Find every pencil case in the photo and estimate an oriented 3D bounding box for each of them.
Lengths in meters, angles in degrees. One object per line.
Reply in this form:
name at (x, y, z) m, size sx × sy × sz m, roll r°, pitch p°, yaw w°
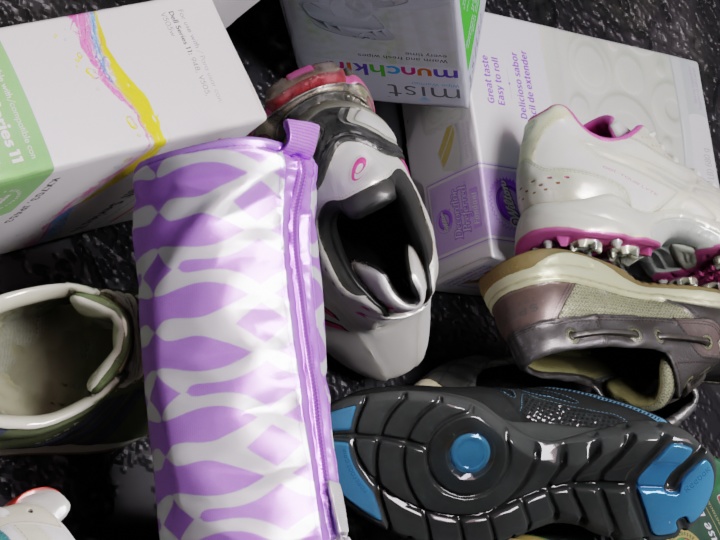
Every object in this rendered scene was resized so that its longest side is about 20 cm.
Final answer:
pencil case at (-0.046, 0.045, 0.836) m, size 0.084 × 0.085 × 0.201 m, roll 2°, pitch 76°, yaw -49°

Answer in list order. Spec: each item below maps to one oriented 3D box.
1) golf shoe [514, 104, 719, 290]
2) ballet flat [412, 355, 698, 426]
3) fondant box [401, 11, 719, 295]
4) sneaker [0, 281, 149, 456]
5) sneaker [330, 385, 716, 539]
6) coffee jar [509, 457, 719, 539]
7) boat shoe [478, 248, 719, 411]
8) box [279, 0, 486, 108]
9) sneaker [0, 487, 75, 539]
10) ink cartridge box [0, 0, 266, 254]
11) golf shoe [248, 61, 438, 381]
golf shoe at (0.162, -0.039, 1.090) m, size 0.200 × 0.075 × 0.092 m, roll 8°, pitch 66°, yaw -40°
ballet flat at (0.098, 0.070, 1.074) m, size 0.200 × 0.057 × 0.067 m, roll -5°, pitch 76°, yaw -42°
fondant box at (0.118, -0.057, 1.145) m, size 0.200 × 0.058 × 0.145 m, roll 6°, pitch 70°, yaw -39°
sneaker at (-0.117, 0.040, 0.872) m, size 0.200 × 0.090 × 0.067 m, roll -10°, pitch 78°, yaw -44°
sneaker at (0.068, 0.092, 0.990) m, size 0.199 × 0.082 × 0.073 m, roll 10°, pitch 102°, yaw -17°
coffee jar at (0.121, 0.167, 1.035) m, size 0.200 × 0.085 × 0.105 m, roll -19°, pitch 85°, yaw -44°
boat shoe at (0.144, 0.043, 1.055) m, size 0.201 × 0.072 × 0.066 m, roll 16°, pitch 57°, yaw -37°
box at (0.018, -0.210, 1.021) m, size 0.177 × 0.096 × 0.200 m, roll 75°, pitch 23°, yaw -65°
sneaker at (-0.163, 0.123, 0.804) m, size 0.199 × 0.070 × 0.094 m, roll 26°, pitch 54°, yaw -19°
ink cartridge box at (-0.125, -0.061, 0.886) m, size 0.200 × 0.117 × 0.067 m, roll -19°, pitch 81°, yaw -44°
golf shoe at (0.000, 0.000, 0.947) m, size 0.092 × 0.072 × 0.200 m, roll 60°, pitch -7°, yaw 38°
